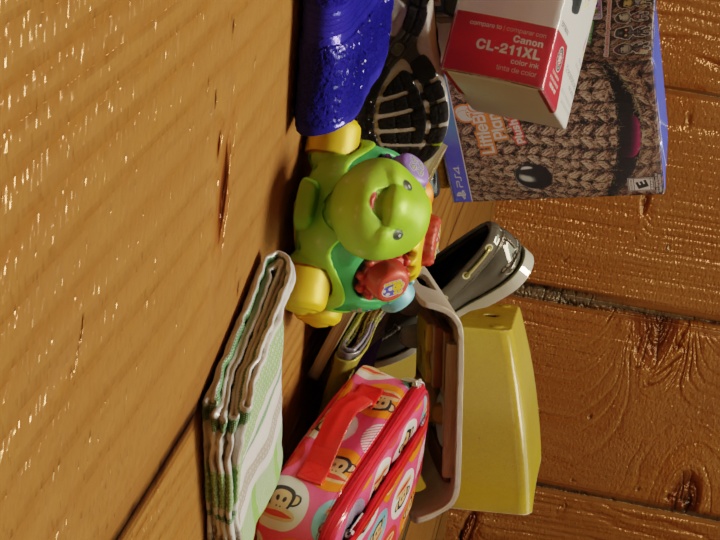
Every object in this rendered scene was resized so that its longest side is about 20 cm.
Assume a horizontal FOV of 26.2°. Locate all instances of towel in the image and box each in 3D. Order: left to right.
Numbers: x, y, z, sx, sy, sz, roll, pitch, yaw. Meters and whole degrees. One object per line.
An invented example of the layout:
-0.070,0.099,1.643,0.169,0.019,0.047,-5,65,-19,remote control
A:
-0.068,0.106,1.018,0.149,0.031,0.200,-71,168,-45,towel
-0.008,0.099,1.335,0.144,0.023,0.200,-60,169,-51,towel
-0.002,-0.203,1.018,0.148,0.050,0.200,-71,168,-53,towel

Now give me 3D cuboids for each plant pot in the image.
0.086,0.126,1.587,0.200,0.200,0.176,-46,139,-76,plant pot

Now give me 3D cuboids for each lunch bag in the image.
-0.015,0.169,1.207,0.200,0.082,0.176,-52,156,-47,lunch bag

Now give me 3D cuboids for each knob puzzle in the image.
0.000,0.000,1.291,0.220,0.030,0.220,-61,179,-2,knob puzzle

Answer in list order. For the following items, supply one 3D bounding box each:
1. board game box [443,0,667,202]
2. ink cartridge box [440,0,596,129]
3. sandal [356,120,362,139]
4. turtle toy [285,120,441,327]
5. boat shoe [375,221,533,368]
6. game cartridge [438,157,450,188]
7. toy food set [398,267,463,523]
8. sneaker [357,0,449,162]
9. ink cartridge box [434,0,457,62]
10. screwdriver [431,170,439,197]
0.175,-0.155,1.418,0.097,0.200,0.159,-77,159,-43,board game box
0.136,-0.227,1.200,0.146,0.083,0.200,24,80,-74,ink cartridge box
0.019,-0.097,1.305,0.203,0.050,0.082,-63,161,-66,sandal
0.004,-0.032,1.088,0.200,0.101,0.146,51,49,-80,turtle toy
0.064,0.022,1.451,0.060,0.202,0.072,45,25,-27,boat shoe
0.076,-0.199,1.490,0.176,0.032,0.200,-68,151,-55,game cartridge
0.045,0.100,1.356,0.144,0.060,0.200,-119,-152,-72,toy food set
0.033,-0.174,1.191,0.081,0.074,0.200,-78,168,-58,sneaker
0.072,-0.288,1.270,0.200,0.087,0.145,87,15,-49,ink cartridge box
0.048,-0.155,1.370,0.028,0.029,0.200,-96,180,-65,screwdriver
